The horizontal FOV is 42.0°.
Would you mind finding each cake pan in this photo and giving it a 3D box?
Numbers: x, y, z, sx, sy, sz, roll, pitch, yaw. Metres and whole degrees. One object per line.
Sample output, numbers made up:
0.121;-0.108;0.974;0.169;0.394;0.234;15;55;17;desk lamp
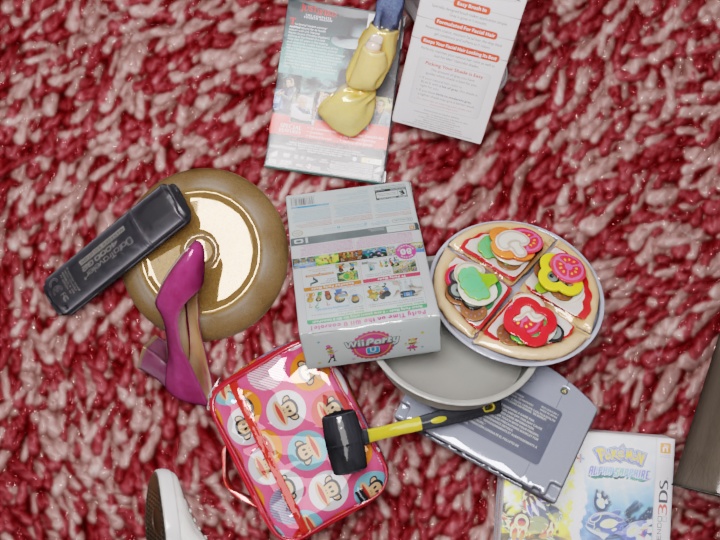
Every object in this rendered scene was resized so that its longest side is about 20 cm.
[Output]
0.100;0.071;1.033;0.197;0.037;0.202;3;50;-4;cake pan

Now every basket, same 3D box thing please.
0.447;0.159;1.040;0.178;0.136;0.203;17;81;-17;basket

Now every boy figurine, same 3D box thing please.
0.011;-0.249;1.046;0.064;0.125;0.202;21;117;-7;boy figurine

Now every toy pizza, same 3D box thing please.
0.175;0.016;1.039;0.197;0.032;0.202;3;52;-3;toy pizza

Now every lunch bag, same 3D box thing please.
-0.078;0.191;1.050;0.175;0.082;0.202;-28;87;1;lunch bag

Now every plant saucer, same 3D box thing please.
-0.182;-0.021;1.080;0.197;0.035;0.203;0;86;-1;plant saucer

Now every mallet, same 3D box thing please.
0.058;0.175;1.001;0.197;0.041;0.067;-4;87;-11;mallet

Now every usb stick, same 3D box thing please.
-0.274;-0.023;1.053;0.199;0.033;0.056;-36;79;13;usb stick

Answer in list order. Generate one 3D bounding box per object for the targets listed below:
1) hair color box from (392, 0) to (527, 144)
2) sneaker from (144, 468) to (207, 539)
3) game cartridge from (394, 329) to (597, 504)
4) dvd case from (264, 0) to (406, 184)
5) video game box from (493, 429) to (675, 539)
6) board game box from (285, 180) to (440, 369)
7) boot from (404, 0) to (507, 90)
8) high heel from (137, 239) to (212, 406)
0.110;-0.249;1.030;0.109;0.201;0.064;15;43;0;hair color box
-0.188;0.319;1.051;0.084;0.073;0.203;-7;79;-33;sneaker
0.154;0.153;1.045;0.198;0.042;0.134;26;69;16;game cartridge
-0.030;-0.211;1.105;0.144;0.022;0.203;7;87;-1;dvd case
0.253;0.273;1.067;0.197;0.047;0.185;4;83;-1;video game box
0.000;0.000;1.018;0.145;0.065;0.202;-7;48;-1;board game box
0.102;-0.292;1.077;0.073;0.096;0.201;-40;88;-4;boot
-0.177;0.060;1.023;0.095;0.068;0.201;29;129;5;high heel
